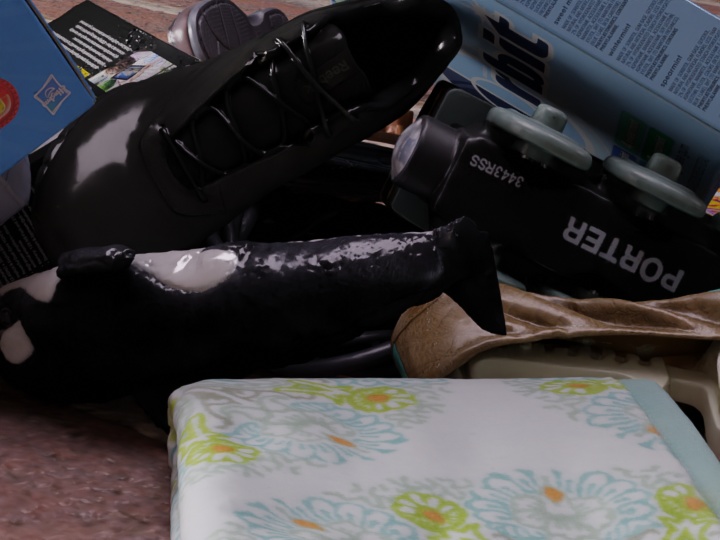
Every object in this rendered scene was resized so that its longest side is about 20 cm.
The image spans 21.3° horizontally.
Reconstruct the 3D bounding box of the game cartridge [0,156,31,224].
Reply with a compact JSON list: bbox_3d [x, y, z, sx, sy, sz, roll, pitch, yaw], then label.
[{"bbox_3d":[-0.206,-0.031,0.793,0.133,0.041,0.200,-41,27,-7],"label":"game cartridge"}]

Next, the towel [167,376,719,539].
[{"bbox_3d":[0.028,0.074,0.577,0.170,0.048,0.200,4,14,-7],"label":"towel"}]

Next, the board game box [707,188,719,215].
[{"bbox_3d":[0.127,-0.030,1.018,0.134,0.045,0.200,-2,16,-23],"label":"board game box"}]

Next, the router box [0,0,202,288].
[{"bbox_3d":[-0.154,-0.058,0.891,0.149,0.051,0.200,-32,25,-11],"label":"router box"}]

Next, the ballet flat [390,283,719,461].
[{"bbox_3d":[0.110,0.042,0.714,0.199,0.068,0.072,5,34,1],"label":"ballet flat"}]

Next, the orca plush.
[{"bbox_3d":[-0.046,0.033,0.696,0.199,0.071,0.105,-4,-14,4],"label":"orca plush"}]

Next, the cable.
[{"bbox_3d":[0.000,0.000,0.850,0.162,0.051,0.200,11,15,21],"label":"cable"}]

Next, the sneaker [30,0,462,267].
[{"bbox_3d":[-0.043,-0.063,0.760,0.200,0.076,0.091,-36,8,-27],"label":"sneaker"}]

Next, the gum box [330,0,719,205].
[{"bbox_3d":[0.076,-0.100,0.834,0.200,0.045,0.170,33,-8,9],"label":"gum box"}]

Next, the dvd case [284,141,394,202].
[{"bbox_3d":[-0.040,-0.049,0.957,0.148,0.016,0.199,8,-4,-45],"label":"dvd case"}]

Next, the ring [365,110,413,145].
[{"bbox_3d":[0.004,-0.077,0.965,0.199,0.019,0.200,9,6,-1],"label":"ring"}]

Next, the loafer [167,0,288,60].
[{"bbox_3d":[-0.108,-0.167,1.462,0.063,0.072,0.200,-11,3,19],"label":"loafer"}]

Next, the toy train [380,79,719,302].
[{"bbox_3d":[0.099,-0.015,0.800,0.199,0.086,0.114,24,8,-13],"label":"toy train"}]

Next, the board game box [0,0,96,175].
[{"bbox_3d":[-0.219,-0.045,0.730,0.200,0.056,0.196,-38,27,-10],"label":"board game box"}]
